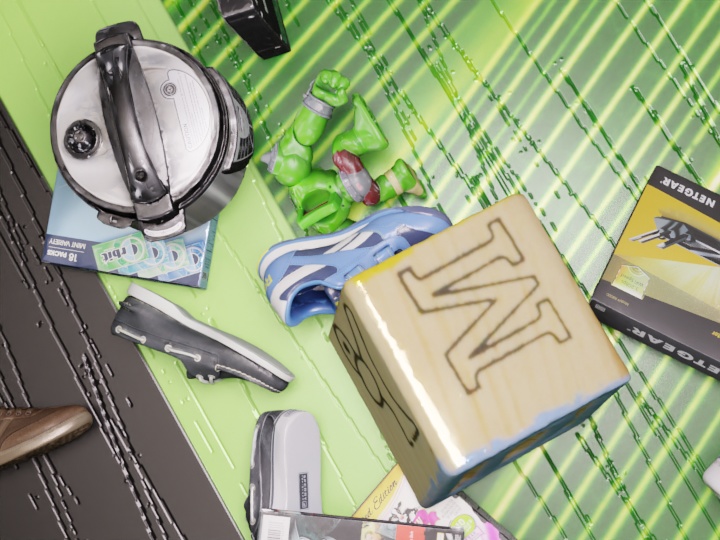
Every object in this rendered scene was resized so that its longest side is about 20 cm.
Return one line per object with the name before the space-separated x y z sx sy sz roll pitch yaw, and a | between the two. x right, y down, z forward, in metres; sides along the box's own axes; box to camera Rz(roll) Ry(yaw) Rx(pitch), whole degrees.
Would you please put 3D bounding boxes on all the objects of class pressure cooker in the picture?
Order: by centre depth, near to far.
pressure cooker | -0.202 -0.125 1.541 0.175 0.200 0.179 32 88 8

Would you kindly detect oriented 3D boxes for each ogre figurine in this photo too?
ogre figurine | -0.015 -0.091 1.609 0.120 0.098 0.200 -33 127 8

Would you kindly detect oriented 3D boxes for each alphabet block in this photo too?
alphabet block | 0.103 0.079 1.513 0.195 0.195 0.201 -26 78 -15

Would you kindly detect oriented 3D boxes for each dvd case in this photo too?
dvd case | -0.005 0.309 1.551 0.198 0.022 0.147 5 88 0

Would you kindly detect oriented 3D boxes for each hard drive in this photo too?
hard drive | -0.118 -0.294 1.590 0.038 0.200 0.141 -16 85 7

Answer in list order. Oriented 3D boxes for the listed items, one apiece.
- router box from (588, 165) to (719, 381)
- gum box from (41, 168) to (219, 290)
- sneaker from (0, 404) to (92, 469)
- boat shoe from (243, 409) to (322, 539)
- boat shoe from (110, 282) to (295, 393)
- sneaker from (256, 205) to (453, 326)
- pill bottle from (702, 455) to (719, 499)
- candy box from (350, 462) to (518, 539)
router box | 0.340 0.013 1.570 0.199 0.052 0.158 26 73 8
gum box | -0.225 -0.093 1.664 0.169 0.045 0.202 9 86 7
sneaker | -0.374 0.165 1.648 0.199 0.070 0.076 -23 83 4
boat shoe | -0.084 0.239 1.613 0.067 0.071 0.202 -3 86 42
boat shoe | -0.160 0.082 1.633 0.199 0.076 0.061 27 88 20
sneaker | 0.000 0.000 1.576 0.199 0.074 0.083 -19 47 6
pill bottle | 0.434 0.166 1.533 0.120 0.120 0.200 44 91 8
candy box | 0.080 0.291 1.592 0.200 0.061 0.137 40 91 8
